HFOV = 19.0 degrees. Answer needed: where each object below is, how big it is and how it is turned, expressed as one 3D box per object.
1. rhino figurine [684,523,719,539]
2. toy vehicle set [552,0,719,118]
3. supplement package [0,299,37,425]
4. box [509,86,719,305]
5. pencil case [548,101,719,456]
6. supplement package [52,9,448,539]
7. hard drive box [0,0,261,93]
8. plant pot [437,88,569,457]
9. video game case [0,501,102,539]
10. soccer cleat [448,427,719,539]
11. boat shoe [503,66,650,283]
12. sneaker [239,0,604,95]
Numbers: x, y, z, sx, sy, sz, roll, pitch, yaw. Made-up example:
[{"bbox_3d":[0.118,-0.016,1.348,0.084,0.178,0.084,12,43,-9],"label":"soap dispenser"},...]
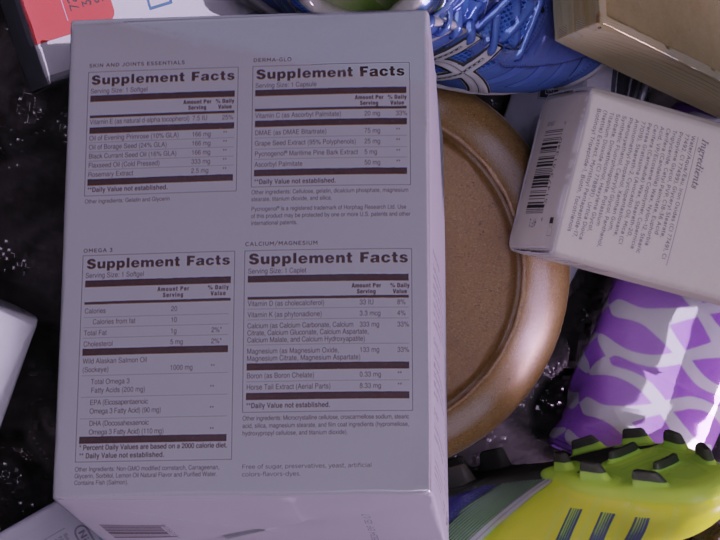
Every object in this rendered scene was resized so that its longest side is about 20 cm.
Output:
[{"bbox_3d":[0.193,0.178,1.076,0.060,0.087,0.200,-51,126,-10],"label":"rhino figurine"},{"bbox_3d":[0.138,-0.183,1.023,0.124,0.027,0.200,20,62,-41],"label":"toy vehicle set"},{"bbox_3d":[-0.259,0.037,0.945,0.200,0.110,0.114,19,87,-15],"label":"supplement package"},{"bbox_3d":[0.177,-0.022,0.997,0.200,0.068,0.082,16,88,-14],"label":"box"},{"bbox_3d":[0.159,0.011,1.072,0.084,0.085,0.200,24,85,-22],"label":"pencil case"},{"bbox_3d":[-0.040,0.011,0.915,0.151,0.152,0.200,-1,74,4],"label":"supplement package"},{"bbox_3d":[-0.080,-0.186,1.003,0.200,0.077,0.156,-20,97,-13],"label":"hard drive box"},{"bbox_3d":[0.000,0.000,1.026,0.200,0.027,0.200,0,92,3],"label":"plant pot"},{"bbox_3d":[-0.061,0.175,0.977,0.182,0.024,0.200,-29,85,-16],"label":"video game case"},{"bbox_3d":[0.099,0.124,1.012,0.065,0.200,0.084,-17,93,-43],"label":"soccer cleat"},{"bbox_3d":[0.112,-0.080,1.067,0.068,0.072,0.200,2,98,-41],"label":"boat shoe"},{"bbox_3d":[0.031,-0.117,0.961,0.200,0.077,0.076,10,102,-25],"label":"sneaker"}]
